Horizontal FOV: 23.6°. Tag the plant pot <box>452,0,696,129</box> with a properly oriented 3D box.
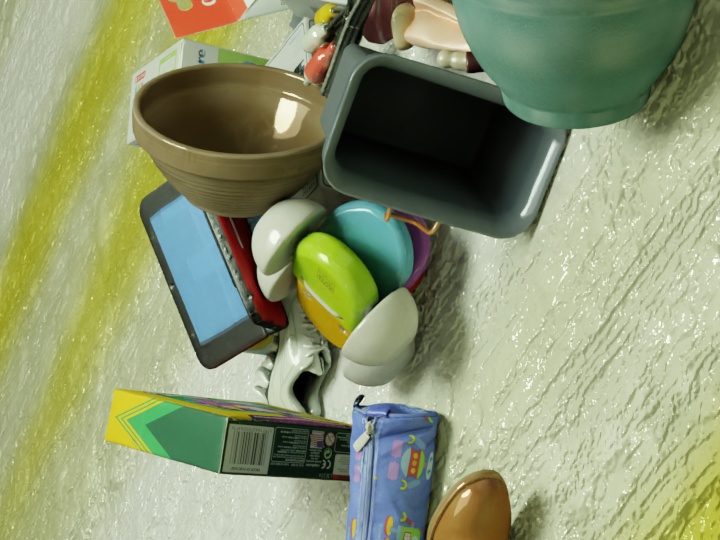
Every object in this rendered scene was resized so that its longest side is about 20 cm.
[{"bbox_3d":[0.167,-0.194,1.342,0.200,0.199,0.135,-126,26,-54],"label":"plant pot"}]

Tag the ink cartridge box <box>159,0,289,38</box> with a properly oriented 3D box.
[{"bbox_3d":[-0.119,-0.327,1.831,0.163,0.199,0.057,-116,19,-48],"label":"ink cartridge box"}]

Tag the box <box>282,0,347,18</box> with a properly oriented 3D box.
[{"bbox_3d":[-0.009,-0.350,1.699,0.124,0.097,0.201,20,-97,-80],"label":"box"}]

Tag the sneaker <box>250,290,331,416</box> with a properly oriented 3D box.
[{"bbox_3d":[-0.059,0.064,1.799,0.081,0.075,0.201,23,110,54],"label":"sneaker"}]

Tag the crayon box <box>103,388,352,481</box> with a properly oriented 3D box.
[{"bbox_3d":[-0.118,0.161,1.682,0.172,0.199,0.059,7,87,44],"label":"crayon box"}]

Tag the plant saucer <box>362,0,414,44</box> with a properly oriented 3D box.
[{"bbox_3d":[0.049,-0.313,1.643,0.200,0.051,0.202,13,-90,-80],"label":"plant saucer"}]

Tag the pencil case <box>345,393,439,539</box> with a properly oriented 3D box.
[{"bbox_3d":[0.021,0.216,1.570,0.078,0.087,0.201,3,84,38],"label":"pencil case"}]

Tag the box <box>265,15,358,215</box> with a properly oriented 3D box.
[{"bbox_3d":[-0.048,-0.138,1.729,0.117,0.060,0.201,-44,45,49],"label":"box"}]

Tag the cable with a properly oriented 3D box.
[{"bbox_3d":[-0.020,-0.222,1.558,0.200,0.050,0.098,121,160,-70],"label":"cable"}]

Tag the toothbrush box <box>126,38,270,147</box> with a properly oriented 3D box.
[{"bbox_3d":[-0.134,-0.172,1.871,0.145,0.199,0.087,-20,64,60],"label":"toothbrush box"}]

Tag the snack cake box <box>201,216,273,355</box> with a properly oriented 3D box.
[{"bbox_3d":[-0.100,-0.013,1.845,0.067,0.114,0.201,48,124,56],"label":"snack cake box"}]

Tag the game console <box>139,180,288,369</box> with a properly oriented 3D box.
[{"bbox_3d":[-0.165,-0.013,1.744,0.172,0.118,0.201,29,-144,-78],"label":"game console"}]

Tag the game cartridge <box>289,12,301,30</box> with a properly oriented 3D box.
[{"bbox_3d":[-0.018,-0.329,1.879,0.133,0.040,0.201,49,124,61],"label":"game cartridge"}]

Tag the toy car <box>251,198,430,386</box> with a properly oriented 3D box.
[{"bbox_3d":[0.000,0.000,1.616,0.175,0.150,0.200,45,168,12],"label":"toy car"}]

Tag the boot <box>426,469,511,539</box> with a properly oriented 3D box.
[{"bbox_3d":[0.111,0.278,1.396,0.155,0.073,0.201,-132,45,-58],"label":"boot"}]

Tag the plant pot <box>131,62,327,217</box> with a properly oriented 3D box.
[{"bbox_3d":[-0.114,-0.113,1.613,0.201,0.200,0.093,-123,31,-53],"label":"plant pot"}]

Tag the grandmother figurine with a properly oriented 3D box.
[{"bbox_3d":[0.116,-0.196,1.499,0.199,0.121,0.061,22,132,41],"label":"grandmother figurine"}]

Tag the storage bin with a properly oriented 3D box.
[{"bbox_3d":[0.056,-0.117,1.512,0.134,0.199,0.146,-120,48,-66],"label":"storage bin"}]
